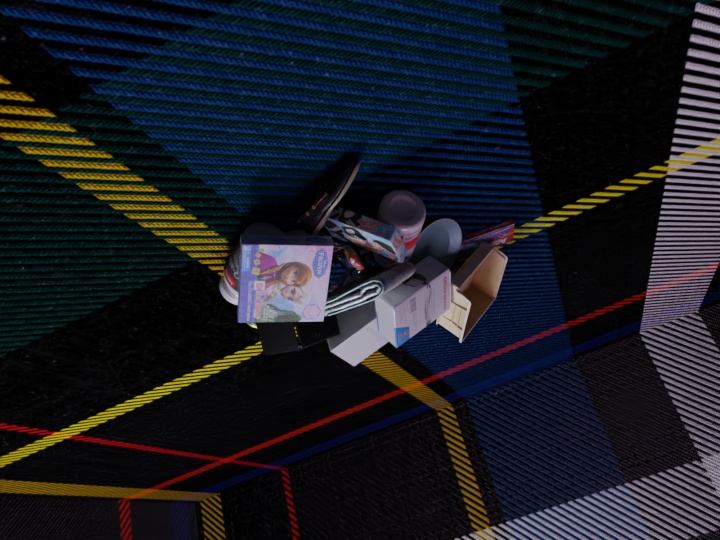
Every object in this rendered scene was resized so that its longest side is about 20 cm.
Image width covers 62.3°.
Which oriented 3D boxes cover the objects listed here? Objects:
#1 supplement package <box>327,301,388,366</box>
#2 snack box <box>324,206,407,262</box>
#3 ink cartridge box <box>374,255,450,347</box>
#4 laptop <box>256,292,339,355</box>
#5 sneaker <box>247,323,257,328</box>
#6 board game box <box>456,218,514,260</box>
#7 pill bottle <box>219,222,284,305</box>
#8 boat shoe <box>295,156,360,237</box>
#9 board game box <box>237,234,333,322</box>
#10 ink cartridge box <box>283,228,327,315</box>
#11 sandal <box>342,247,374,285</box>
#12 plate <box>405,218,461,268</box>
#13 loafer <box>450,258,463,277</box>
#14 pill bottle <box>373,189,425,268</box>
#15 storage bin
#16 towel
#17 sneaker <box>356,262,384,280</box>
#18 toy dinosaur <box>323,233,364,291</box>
[{"bbox_3d":[0.010,0.152,1.673,0.198,0.119,0.116,-37,135,17],"label":"supplement package"},{"bbox_3d":[0.003,-0.086,1.338,0.196,0.038,0.116,22,165,26],"label":"snack box"},{"bbox_3d":[0.137,0.079,1.545,0.198,0.083,0.148,-32,135,-25],"label":"ink cartridge box"},{"bbox_3d":[-0.178,0.116,1.613,0.196,0.182,0.103,-18,-172,-29],"label":"laptop"},{"bbox_3d":[-0.229,0.097,1.654,0.195,0.075,0.082,-20,147,-11],"label":"sneaker"},{"bbox_3d":[0.339,-0.083,1.692,0.195,0.020,0.103,-19,154,3],"label":"board game box"},{"bbox_3d":[-0.251,-0.009,1.380,0.113,0.118,0.200,4,146,-34],"label":"pill bottle"},{"bbox_3d":[-0.069,-0.160,1.255,0.063,0.074,0.202,36,119,-5],"label":"boat shoe"},{"bbox_3d":[-0.165,0.020,1.289,0.194,0.041,0.204,-1,123,-15],"label":"board game box"},{"bbox_3d":[-0.134,0.013,1.454,0.083,0.151,0.201,-10,152,-7],"label":"ink cartridge box"},{"bbox_3d":[0.001,0.000,1.616,0.073,0.049,0.202,-8,151,-17],"label":"sandal"},{"bbox_3d":[0.191,-0.050,1.588,0.197,0.025,0.204,-23,131,-28],"label":"plate"},{"bbox_3d":[0.285,0.016,1.758,0.070,0.074,0.200,-28,166,8],"label":"loafer"},{"bbox_3d":[0.085,-0.091,1.427,0.109,0.115,0.201,-10,152,-13],"label":"pill bottle"},{"bbox_3d":[0.313,0.057,1.677,0.200,0.093,0.201,-44,153,-30],"label":"storage bin"},{"bbox_3d":[0.017,0.039,1.417,0.197,0.049,0.170,-21,-174,35],"label":"towel"},{"bbox_3d":[0.083,-0.007,1.564,0.200,0.082,0.073,-47,151,1],"label":"sneaker"},{"bbox_3d":[-0.026,-0.044,1.398,0.198,0.107,0.180,-33,-153,-30],"label":"toy dinosaur"}]
